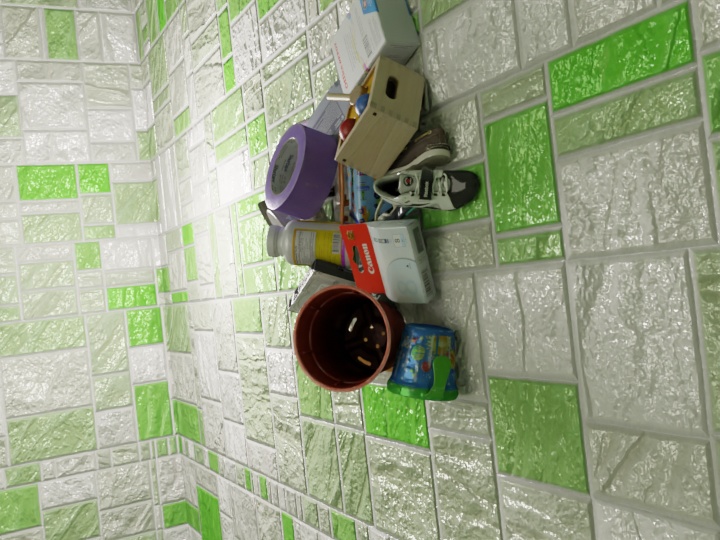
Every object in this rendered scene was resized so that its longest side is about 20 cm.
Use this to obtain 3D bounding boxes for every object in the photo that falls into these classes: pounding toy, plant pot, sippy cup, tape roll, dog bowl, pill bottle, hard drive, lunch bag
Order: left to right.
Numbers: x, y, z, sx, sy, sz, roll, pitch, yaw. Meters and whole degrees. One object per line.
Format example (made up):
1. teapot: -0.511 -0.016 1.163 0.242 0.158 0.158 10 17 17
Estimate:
1. dog bowl: -0.177 -0.107 1.958 0.200 0.059 0.200 49 168 14
2. tape roll: -0.134 -0.220 1.736 0.200 0.085 0.201 -39 42 48
3. pill bottle: -0.108 -0.061 1.761 0.104 0.199 0.105 4 -90 -82
4. hard drive: -0.074 0.054 1.795 0.200 0.139 0.038 128 154 -51
5. plant pot: -0.002 0.133 1.540 0.200 0.195 0.202 -2 86 21
6. lunch bag: 0.005 -0.186 1.673 0.200 0.094 0.152 -148 54 -67
7. pounding toy: 0.017 -0.309 1.506 0.184 0.142 0.201 -50 23 48
8. sippy cup: 0.124 0.169 1.469 0.177 0.139 0.131 9 93 42

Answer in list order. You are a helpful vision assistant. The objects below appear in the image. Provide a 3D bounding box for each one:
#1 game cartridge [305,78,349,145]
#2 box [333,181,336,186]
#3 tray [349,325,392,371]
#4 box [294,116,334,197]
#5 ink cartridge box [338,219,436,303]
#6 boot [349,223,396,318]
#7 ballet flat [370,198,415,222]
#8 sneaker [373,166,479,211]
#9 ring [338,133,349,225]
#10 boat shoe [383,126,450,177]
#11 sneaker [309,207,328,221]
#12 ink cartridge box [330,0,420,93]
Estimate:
1. game cartridge: -0.063 -0.323 1.780 0.200 0.041 0.134 -47 56 44
2. box: -0.119 -0.195 1.871 0.200 0.039 0.042 -23 79 61
3. tray: 0.039 0.171 1.716 0.200 0.037 0.099 -11 85 63
4. box: -0.116 -0.276 1.925 0.143 0.036 0.201 -2 95 62
5. ink cartridge box: 0.043 -0.016 1.543 0.199 0.047 0.161 -1 113 38
6. boot: 0.000 -0.001 1.665 0.181 0.073 0.201 -2 103 19
7. ballet flat: 0.077 -0.131 1.521 0.200 0.073 0.073 -48 53 46
8. sneaker: 0.113 -0.147 1.401 0.199 0.088 0.075 -3 83 33
9. ring: -0.036 -0.194 1.676 0.200 0.019 0.202 178 90 -86
10. boat shoe: 0.100 -0.216 1.494 0.200 0.071 0.060 -21 70 58
11. sneaker: -0.075 -0.078 1.851 0.115 0.075 0.202 9 117 52
12. ink cartridge box: 0.024 -0.460 1.574 0.200 0.084 0.145 -42 58 55
